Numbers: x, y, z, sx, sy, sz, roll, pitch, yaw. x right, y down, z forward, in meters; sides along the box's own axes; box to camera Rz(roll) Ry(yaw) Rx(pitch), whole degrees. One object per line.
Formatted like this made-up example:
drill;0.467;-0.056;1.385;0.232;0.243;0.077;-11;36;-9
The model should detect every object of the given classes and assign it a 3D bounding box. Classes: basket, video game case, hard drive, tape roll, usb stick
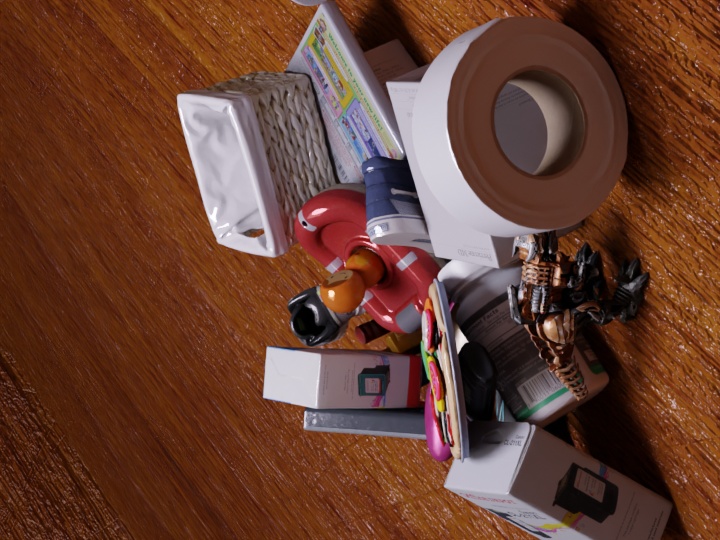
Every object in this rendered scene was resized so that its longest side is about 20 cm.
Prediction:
basket;-0.117;-0.135;1.789;0.135;0.123;0.201;14;126;51
video game case;-0.015;-0.186;1.724;0.200;0.022;0.182;62;156;9
hard drive;0.043;0.186;1.861;0.140;0.199;0.033;2;-89;-74
tape roll;0.150;-0.134;1.396;0.071;0.202;0.203;-9;105;65
usb stick;0.126;0.125;1.620;0.056;0.033;0.200;59;173;17

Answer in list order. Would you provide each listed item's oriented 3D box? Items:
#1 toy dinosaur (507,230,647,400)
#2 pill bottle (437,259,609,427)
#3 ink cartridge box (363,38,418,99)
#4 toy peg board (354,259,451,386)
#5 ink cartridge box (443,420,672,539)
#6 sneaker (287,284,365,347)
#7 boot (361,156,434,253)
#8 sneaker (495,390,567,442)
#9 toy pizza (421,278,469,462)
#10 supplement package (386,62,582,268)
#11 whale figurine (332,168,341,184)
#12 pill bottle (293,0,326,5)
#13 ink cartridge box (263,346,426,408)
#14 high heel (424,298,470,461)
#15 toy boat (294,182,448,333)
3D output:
toy dinosaur;0.205;0.034;1.515;0.102;0.135;0.200;42;146;38
pill bottle;0.175;0.066;1.630;0.200;0.113;0.113;60;154;13
ink cartridge box;0.036;-0.184;1.729;0.200;0.067;0.116;57;155;16
toy peg board;0.056;0.061;1.876;0.199;0.098;0.200;58;154;16
ink cartridge box;0.213;0.246;1.630;0.200;0.083;0.146;30;164;-20
sneaker;-0.058;0.058;1.876;0.074;0.087;0.200;63;155;5
boot;0.079;-0.073;1.649;0.073;0.200;0.091;-16;75;36
sneaker;0.203;0.194;1.760;0.079;0.075;0.201;-139;39;-66
toy pizza;0.087;0.109;1.607;0.200;0.032;0.201;-8;-90;-90
supplement package;0.129;-0.120;1.543;0.121;0.120;0.201;12;123;58
whale figurine;-0.035;-0.145;1.896;0.200;0.104;0.160;23;127;23
pill bottle;-0.106;-0.391;1.765;0.200;0.114;0.115;39;144;44
ink cartridge box;-0.006;0.133;1.841;0.116;0.200;0.068;4;90;51
high heel;0.107;0.123;1.728;0.067;0.201;0.096;18;178;19
toy boat;0.000;0.000;1.713;0.200;0.131;0.131;47;139;0
